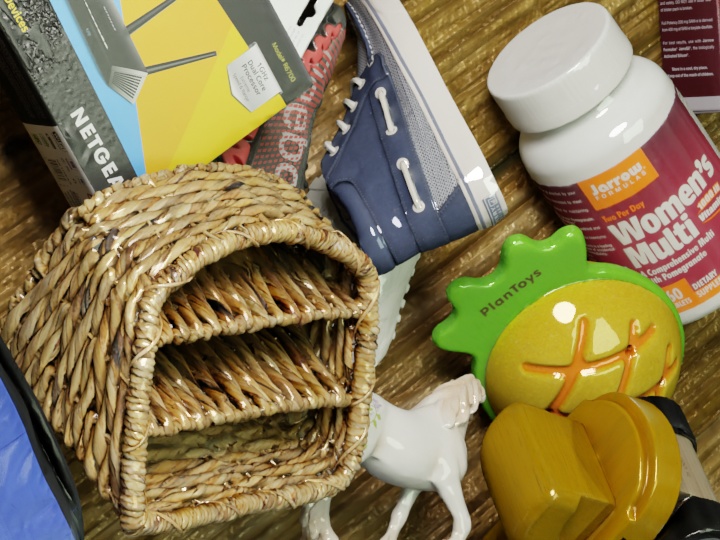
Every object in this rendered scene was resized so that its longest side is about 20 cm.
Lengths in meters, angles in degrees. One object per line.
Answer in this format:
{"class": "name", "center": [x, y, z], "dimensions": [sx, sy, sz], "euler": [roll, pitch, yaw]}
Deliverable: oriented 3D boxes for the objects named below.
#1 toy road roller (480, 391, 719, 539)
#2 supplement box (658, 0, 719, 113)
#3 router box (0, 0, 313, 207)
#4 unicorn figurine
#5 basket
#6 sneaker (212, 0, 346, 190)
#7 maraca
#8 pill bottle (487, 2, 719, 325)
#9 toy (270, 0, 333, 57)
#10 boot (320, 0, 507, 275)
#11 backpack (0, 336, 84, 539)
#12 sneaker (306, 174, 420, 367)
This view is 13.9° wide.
{"class": "toy road roller", "center": [0.122, 0.160, 1.810], "dimensions": [0.146, 0.123, 0.200], "euler": [20, 124, -34]}
{"class": "supplement box", "center": [0.256, -0.210, 1.998], "dimensions": [0.109, 0.061, 0.200], "euler": [-9, 96, -37]}
{"class": "router box", "center": [-0.135, -0.146, 1.610], "dimensions": [0.149, 0.051, 0.200], "euler": [-38, 113, -23]}
{"class": "unicorn figurine", "center": [0.023, 0.114, 1.768], "dimensions": [0.200, 0.074, 0.138], "euler": [31, 66, -53]}
{"class": "basket", "center": [-0.071, 0.037, 1.603], "dimensions": [0.200, 0.149, 0.143], "euler": [-4, 136, -51]}
{"class": "sneaker", "center": [-0.062, -0.077, 1.745], "dimensions": [0.201, 0.071, 0.098], "euler": [-58, 135, -30]}
{"class": "maraca", "center": [0.127, 0.045, 1.862], "dimensions": [0.137, 0.107, 0.200], "euler": [-41, 133, 8]}
{"class": "pill bottle", "center": [0.171, -0.068, 1.902], "dimensions": [0.110, 0.110, 0.200], "euler": [-51, 120, -25]}
{"class": "toy", "center": [-0.109, -0.195, 1.695], "dimensions": [0.200, 0.047, 0.115], "euler": [32, 82, -17]}
{"class": "boot", "center": [0.009, -0.090, 1.765], "dimensions": [0.090, 0.200, 0.073], "euler": [-26, 141, -1]}
{"class": "backpack", "center": [-0.250, 0.100, 1.548], "dimensions": [0.168, 0.163, 0.200], "euler": [-34, 122, -11]}
{"class": "sneaker", "center": [0.000, 0.000, 1.803], "dimensions": [0.200, 0.076, 0.081], "euler": [-57, 135, -18]}
